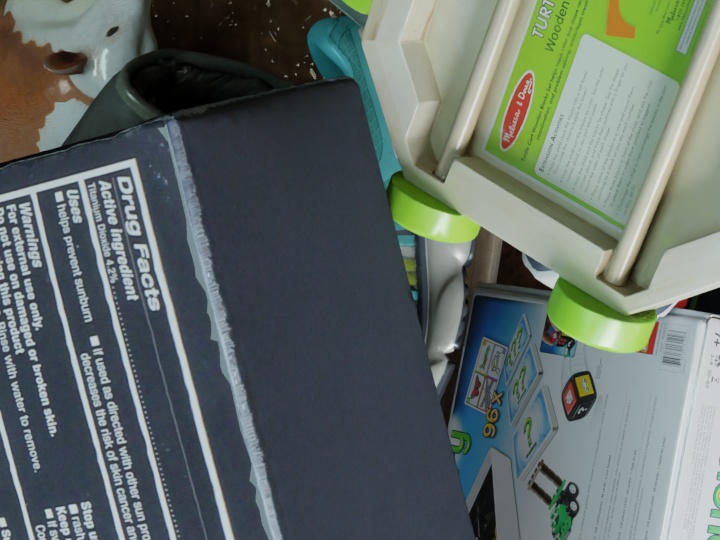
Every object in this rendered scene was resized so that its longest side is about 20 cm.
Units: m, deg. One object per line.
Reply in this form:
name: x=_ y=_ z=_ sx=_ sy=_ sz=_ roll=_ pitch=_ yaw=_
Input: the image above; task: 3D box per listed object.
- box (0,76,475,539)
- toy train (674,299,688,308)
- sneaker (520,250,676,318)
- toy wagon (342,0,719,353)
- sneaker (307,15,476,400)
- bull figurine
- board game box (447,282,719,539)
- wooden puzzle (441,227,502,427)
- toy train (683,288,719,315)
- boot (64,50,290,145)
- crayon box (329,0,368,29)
box: x=-0.083 y=0.062 z=0.750 sx=0.198 sy=0.123 sz=0.200 roll=-12 pitch=94 yaw=29
toy train: x=0.119 y=0.012 z=0.917 sx=0.046 sy=0.034 sz=0.200 roll=-33 pitch=80 yaw=27
sneaker: x=0.108 y=-0.090 z=0.810 sx=0.079 sy=0.199 sz=0.130 roll=25 pitch=129 yaw=-1
toy wagon: x=0.055 y=-0.077 z=0.732 sx=0.200 sy=0.040 sz=0.155 roll=34 pitch=115 yaw=31
sneaker: x=0.000 y=0.000 z=0.899 sx=0.080 sy=0.078 sz=0.200 roll=9 pitch=77 yaw=-4
bull figurine: x=-0.144 y=-0.071 z=1.031 sx=0.122 sy=0.065 sz=0.200 roll=60 pitch=143 yaw=28
board game box: x=0.070 y=0.109 z=0.833 sx=0.126 sy=0.035 sz=0.200 roll=9 pitch=87 yaw=56
wooden puzzle: x=-0.027 y=0.029 z=1.020 sx=0.185 sy=0.037 sz=0.200 roll=16 pitch=111 yaw=30
toy train: x=0.186 y=-0.027 z=0.824 sx=0.114 sy=0.087 sz=0.200 roll=24 pitch=112 yaw=15
boot: x=-0.132 y=-0.006 z=0.949 sx=0.200 sy=0.182 sz=0.073 roll=-40 pitch=67 yaw=42
crayon box: x=0.073 y=-0.184 z=0.828 sx=0.058 sy=0.173 sz=0.200 roll=40 pitch=117 yaw=14
